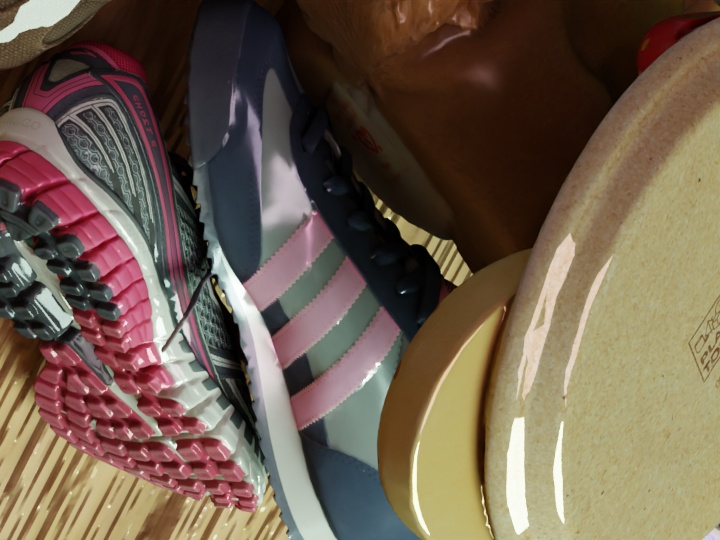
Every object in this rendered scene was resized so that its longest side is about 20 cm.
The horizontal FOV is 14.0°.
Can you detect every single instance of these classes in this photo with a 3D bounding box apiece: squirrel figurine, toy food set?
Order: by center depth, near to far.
[{"bbox_3d":[0.091,0.014,0.909,0.200,0.049,0.198,-64,148,-6],"label":"toy food set"},{"bbox_3d":[0.067,-0.109,0.946,0.187,0.141,0.200,-40,138,-18],"label":"squirrel figurine"}]

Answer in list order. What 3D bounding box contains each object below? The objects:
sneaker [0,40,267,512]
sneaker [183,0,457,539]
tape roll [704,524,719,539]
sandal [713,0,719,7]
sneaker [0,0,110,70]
[{"bbox_3d":[-0.068,0.011,0.966,0.075,0.081,0.200,-60,151,-29],"label":"sneaker"},{"bbox_3d":[0.000,0.000,0.940,0.082,0.070,0.200,-7,118,16],"label":"sneaker"},{"bbox_3d":[0.174,0.038,1.101,0.200,0.066,0.200,0,112,-1],"label":"tape roll"},{"bbox_3d":[0.100,-0.125,0.848,0.082,0.050,0.203,-40,137,20],"label":"sandal"},{"bbox_3d":[-0.055,-0.135,0.872,0.200,0.076,0.070,-52,136,4],"label":"sneaker"}]
